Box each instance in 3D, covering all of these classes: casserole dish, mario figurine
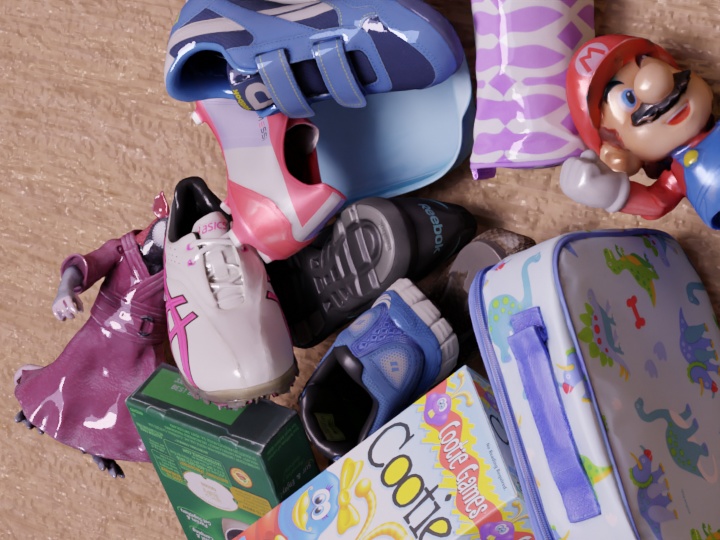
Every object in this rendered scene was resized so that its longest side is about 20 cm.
[{"bbox_3d":[0.001,-0.102,1.396,0.199,0.039,0.122,-16,83,39],"label":"casserole dish"},{"bbox_3d":[0.192,-0.067,1.197,0.200,0.123,0.106,41,129,25],"label":"mario figurine"}]

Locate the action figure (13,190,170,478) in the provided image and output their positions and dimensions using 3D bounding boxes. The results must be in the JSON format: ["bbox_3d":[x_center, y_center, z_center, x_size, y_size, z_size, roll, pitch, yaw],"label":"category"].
[{"bbox_3d":[-0.156,0.037,1.517,0.149,0.133,0.201,-131,64,-76],"label":"action figure"}]

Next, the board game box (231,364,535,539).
[{"bbox_3d":[0.029,0.169,1.278,0.200,0.105,0.103,-38,43,18],"label":"board game box"}]

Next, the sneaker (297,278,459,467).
[{"bbox_3d":[-0.004,0.086,1.334,0.079,0.089,0.201,48,152,25],"label":"sneaker"}]

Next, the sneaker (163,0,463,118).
[{"bbox_3d":[-0.032,-0.127,1.308,0.199,0.083,0.074,6,142,30],"label":"sneaker"}]

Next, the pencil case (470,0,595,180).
[{"bbox_3d":[0.095,-0.157,1.286,0.085,0.084,0.202,-2,92,37],"label":"pencil case"}]

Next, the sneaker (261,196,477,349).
[{"bbox_3d":[0.000,0.000,1.387,0.200,0.079,0.076,-22,84,57],"label":"sneaker"}]

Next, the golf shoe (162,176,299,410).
[{"bbox_3d":[-0.092,0.014,1.356,0.200,0.072,0.093,-122,18,-59],"label":"golf shoe"}]

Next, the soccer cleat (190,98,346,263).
[{"bbox_3d":[-0.064,-0.096,1.374,0.076,0.067,0.201,-34,54,21],"label":"soccer cleat"}]

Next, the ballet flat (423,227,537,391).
[{"bbox_3d":[0.058,0.028,1.338,0.068,0.046,0.200,55,145,11],"label":"ballet flat"}]

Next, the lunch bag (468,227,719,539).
[{"bbox_3d":[0.144,0.077,1.215,0.082,0.160,0.201,-24,79,37],"label":"lunch bag"}]

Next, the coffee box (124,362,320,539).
[{"bbox_3d":[-0.069,0.156,1.400,0.122,0.044,0.201,17,140,38],"label":"coffee box"}]
